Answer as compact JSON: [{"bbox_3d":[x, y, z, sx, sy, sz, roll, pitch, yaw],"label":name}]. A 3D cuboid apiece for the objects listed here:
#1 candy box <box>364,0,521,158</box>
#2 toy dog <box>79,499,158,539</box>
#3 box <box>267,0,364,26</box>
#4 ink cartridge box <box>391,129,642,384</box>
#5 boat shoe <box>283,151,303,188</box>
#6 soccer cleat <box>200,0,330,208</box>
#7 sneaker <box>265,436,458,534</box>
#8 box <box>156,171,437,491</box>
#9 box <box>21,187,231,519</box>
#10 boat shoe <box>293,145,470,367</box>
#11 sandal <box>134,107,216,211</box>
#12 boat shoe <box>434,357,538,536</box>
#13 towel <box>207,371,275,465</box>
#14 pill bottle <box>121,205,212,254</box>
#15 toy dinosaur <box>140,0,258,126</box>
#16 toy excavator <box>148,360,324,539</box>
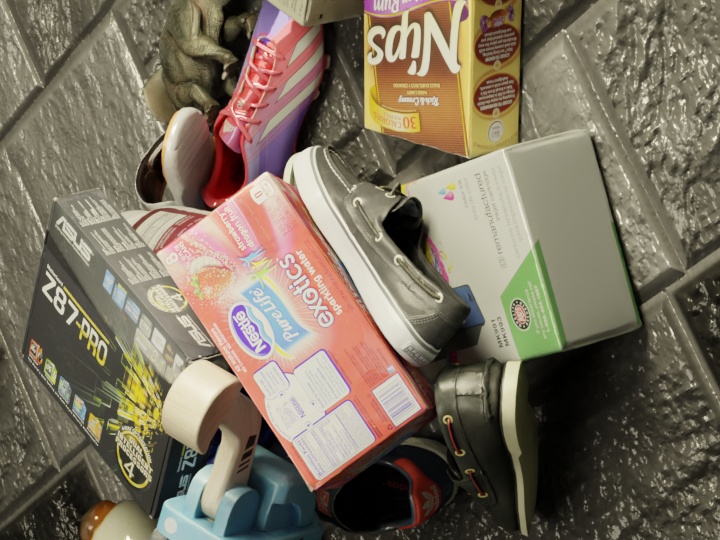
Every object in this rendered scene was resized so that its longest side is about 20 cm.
[{"bbox_3d":[0.058,-0.191,1.617,0.116,0.056,0.202,19,117,46],"label":"candy box"},{"bbox_3d":[-0.135,0.230,1.875,0.140,0.199,0.195,48,135,29],"label":"toy dog"},{"bbox_3d":[-0.069,-0.264,1.728,0.200,0.082,0.069,38,130,35],"label":"box"},{"bbox_3d":[0.089,-0.004,1.617,0.199,0.087,0.147,-16,89,53],"label":"ink cartridge box"},{"bbox_3d":[0.002,-0.001,1.737,0.060,0.072,0.203,-18,94,52],"label":"boat shoe"},{"bbox_3d":[-0.077,-0.135,1.782,0.067,0.076,0.201,39,131,33],"label":"soccer cleat"},{"bbox_3d":[-0.027,0.167,1.756,0.198,0.085,0.076,-4,109,24],"label":"sneaker"},{"bbox_3d":[-0.040,0.044,1.577,0.102,0.095,0.201,-36,81,6],"label":"box"},{"bbox_3d":[-0.177,0.062,1.703,0.200,0.049,0.162,47,134,33],"label":"box"},{"bbox_3d":[0.018,-0.025,1.577,0.066,0.070,0.201,-40,49,15],"label":"boat shoe"},{"bbox_3d":[-0.151,-0.086,1.828,0.059,0.080,0.207,18,162,10],"label":"sandal"},{"bbox_3d":[0.093,0.126,1.610,0.202,0.062,0.074,71,-158,-56],"label":"boat shoe"},{"bbox_3d":[-0.113,0.073,1.824,0.148,0.049,0.201,-46,34,32],"label":"towel"},{"bbox_3d":[-0.123,0.011,1.749,0.199,0.114,0.115,11,110,51],"label":"pill bottle"},{"bbox_3d":[-0.131,-0.180,1.835,0.102,0.077,0.201,32,129,29],"label":"toy dinosaur"},{"bbox_3d":[-0.091,0.154,1.647,0.099,0.194,0.202,26,108,30],"label":"toy excavator"}]
